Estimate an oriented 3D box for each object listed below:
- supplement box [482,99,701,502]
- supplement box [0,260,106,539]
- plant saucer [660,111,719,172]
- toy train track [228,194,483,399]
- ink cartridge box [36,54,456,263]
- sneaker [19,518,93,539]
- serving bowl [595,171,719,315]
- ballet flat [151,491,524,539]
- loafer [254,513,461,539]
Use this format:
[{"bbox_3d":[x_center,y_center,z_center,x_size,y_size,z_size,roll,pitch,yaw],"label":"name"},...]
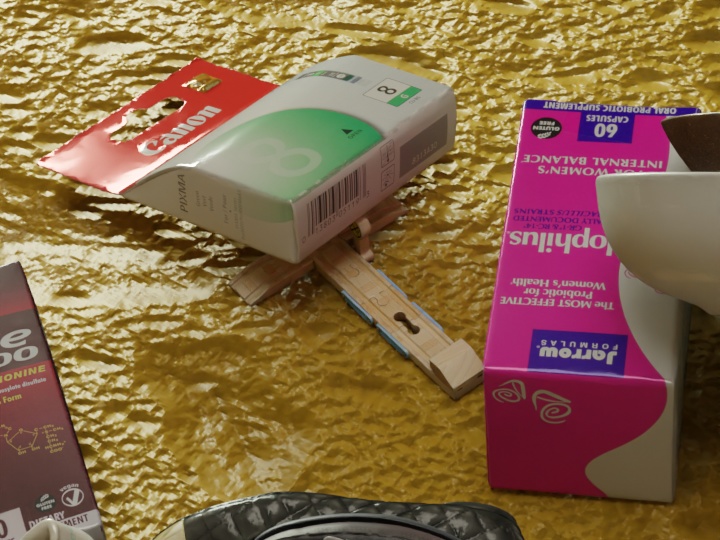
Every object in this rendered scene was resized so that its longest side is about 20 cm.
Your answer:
[{"bbox_3d":[0.127,0.013,1.268,0.100,0.104,0.201,3,49,9],"label":"supplement box"},{"bbox_3d":[-0.205,0.095,1.263,0.108,0.061,0.201,-17,47,-9],"label":"supplement box"},{"bbox_3d":[0.250,-0.058,1.188,0.198,0.200,0.035,0,90,8],"label":"plant saucer"},{"bbox_3d":[0.000,0.000,1.343,0.114,0.033,0.200,-31,52,-21],"label":"toy train track"},{"bbox_3d":[-0.068,-0.085,1.391,0.199,0.050,0.161,23,40,29],"label":"ink cartridge box"},{"bbox_3d":[-0.206,0.194,1.134,0.200,0.089,0.075,-45,58,-11],"label":"sneaker"},{"bbox_3d":[0.211,-0.010,1.136,0.198,0.200,0.066,3,89,10],"label":"serving bowl"},{"bbox_3d":[-0.013,0.148,1.182,0.198,0.067,0.057,-3,44,5],"label":"ballet flat"},{"bbox_3d":[0.037,0.164,1.128,0.198,0.072,0.063,12,9,5],"label":"loafer"}]
